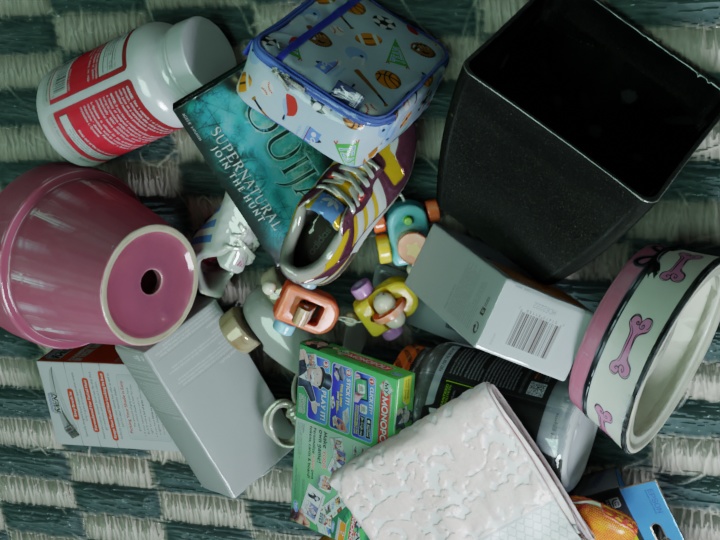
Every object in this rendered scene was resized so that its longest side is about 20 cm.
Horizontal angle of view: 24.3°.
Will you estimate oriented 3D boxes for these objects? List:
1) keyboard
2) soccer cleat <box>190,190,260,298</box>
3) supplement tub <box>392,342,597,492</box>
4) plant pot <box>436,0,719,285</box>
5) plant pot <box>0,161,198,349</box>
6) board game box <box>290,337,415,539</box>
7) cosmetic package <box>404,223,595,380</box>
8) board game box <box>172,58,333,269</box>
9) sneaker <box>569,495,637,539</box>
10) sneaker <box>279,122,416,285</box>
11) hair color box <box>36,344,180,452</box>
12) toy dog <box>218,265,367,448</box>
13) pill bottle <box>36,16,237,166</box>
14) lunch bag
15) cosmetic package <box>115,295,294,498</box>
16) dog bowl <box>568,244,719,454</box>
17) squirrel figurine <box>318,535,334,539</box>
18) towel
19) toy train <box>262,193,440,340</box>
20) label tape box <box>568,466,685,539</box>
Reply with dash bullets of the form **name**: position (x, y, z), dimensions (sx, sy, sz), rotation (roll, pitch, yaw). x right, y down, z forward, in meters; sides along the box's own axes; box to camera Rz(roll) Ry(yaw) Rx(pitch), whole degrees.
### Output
- **keyboard**: position (0.101, 0.049, 1.730), dimensions (0.200, 0.011, 0.056), rotation (21, 126, 18)
- **soccer cleat**: position (-0.118, -0.050, 1.743), dimensions (0.070, 0.086, 0.200), rotation (14, 134, -24)
- **supplement tub**: position (0.131, 0.143, 1.687), dimensions (0.200, 0.123, 0.123), rotation (15, 118, 22)
- **plant pot**: position (0.181, -0.108, 1.511), dimensions (0.199, 0.200, 0.178), rotation (36, 135, 8)
- **plant pot**: position (-0.274, -0.003, 1.756), dimensions (0.179, 0.200, 0.200), rotation (16, 121, 43)
- **board game box**: position (-0.010, 0.182, 1.704), dimensions (0.134, 0.029, 0.200), rotation (18, 112, 37)
- **cosmetic package**: position (0.127, 0.027, 1.573), dimensions (0.101, 0.200, 0.071), rotation (21, 98, -23)
- **board game box**: position (-0.078, -0.116, 1.672), dimensions (0.135, 0.028, 0.200), rotation (-30, 113, 6)
- **sneaker**: position (0.185, 0.269, 1.661), dimensions (0.200, 0.077, 0.073), rotation (-12, 136, 37)
- **sneaker**: position (-0.010, -0.073, 1.615), dimensions (0.075, 0.090, 0.200), rotation (29, 95, 11)
- **hair color box**: position (-0.267, 0.144, 1.932), dimensions (0.200, 0.064, 0.111), rotation (0, 112, 26)
- **toy dog**: position (-0.061, 0.079, 1.786), dimensions (0.132, 0.096, 0.200), rotation (-18, 108, 17)
- **pill bottle**: position (-0.229, -0.188, 1.728), dimensions (0.200, 0.112, 0.112), rotation (-19, 103, 33)
- **lunch bag**: position (-0.019, -0.187, 1.565), dimensions (0.160, 0.200, 0.076), rotation (35, 128, 9)
- **cosmetic package**: position (-0.164, 0.136, 1.820), dimensions (0.090, 0.107, 0.200), rotation (9, 130, 57)
- **dog bowl**: position (0.263, 0.065, 1.541), dimensions (0.074, 0.200, 0.200), rotation (28, 123, 23)
- **squirrel figurine**: position (0.028, 0.243, 1.794), dimensions (0.200, 0.141, 0.187), rotation (-36, 82, 37)
- **towel**: position (0.096, 0.231, 1.625), dimensions (0.200, 0.032, 0.191), rotation (-33, 93, 23)
- **toy train**: position (0.000, 0.000, 1.680), dimensions (0.150, 0.056, 0.200), rotation (27, 106, -15)
- **label tape box**: position (0.255, 0.284, 1.723), dimensions (0.200, 0.063, 0.144), rotation (-21, 101, 33)
